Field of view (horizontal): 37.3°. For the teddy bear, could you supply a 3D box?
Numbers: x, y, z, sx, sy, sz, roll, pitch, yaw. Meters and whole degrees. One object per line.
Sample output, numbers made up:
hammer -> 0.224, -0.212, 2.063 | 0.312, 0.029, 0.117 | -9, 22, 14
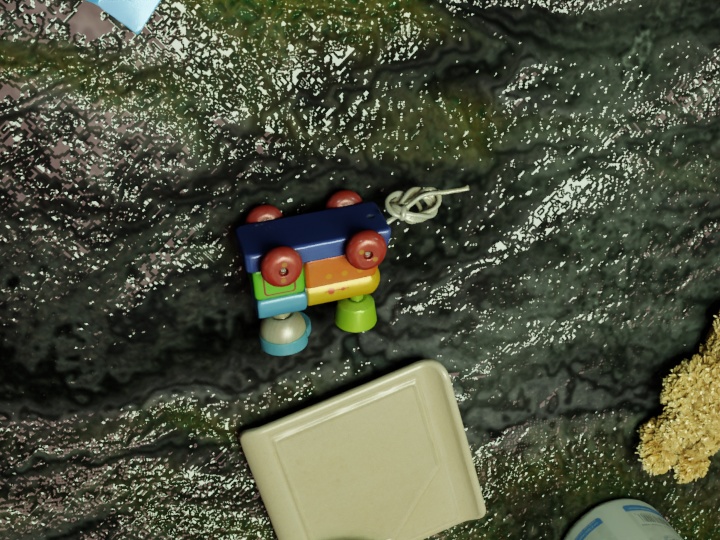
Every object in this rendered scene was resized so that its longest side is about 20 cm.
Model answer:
teddy bear -> 0.351, 0.127, 1.051 | 0.145, 0.067, 0.200 | 38, 98, -28

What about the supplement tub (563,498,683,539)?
supplement tub -> 0.288, 0.329, 1.039 | 0.130, 0.200, 0.134 | -6, 113, -13

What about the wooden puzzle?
wooden puzzle -> 0.005, 0.188, 0.995 | 0.197, 0.037, 0.187 | -19, 116, -3

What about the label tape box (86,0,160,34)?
label tape box -> -0.194, -0.275, 0.732 | 0.199, 0.063, 0.145 | 34, 99, -25

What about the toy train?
toy train -> 0.000, 0.000, 0.894 | 0.197, 0.085, 0.117 | -11, 124, -12
